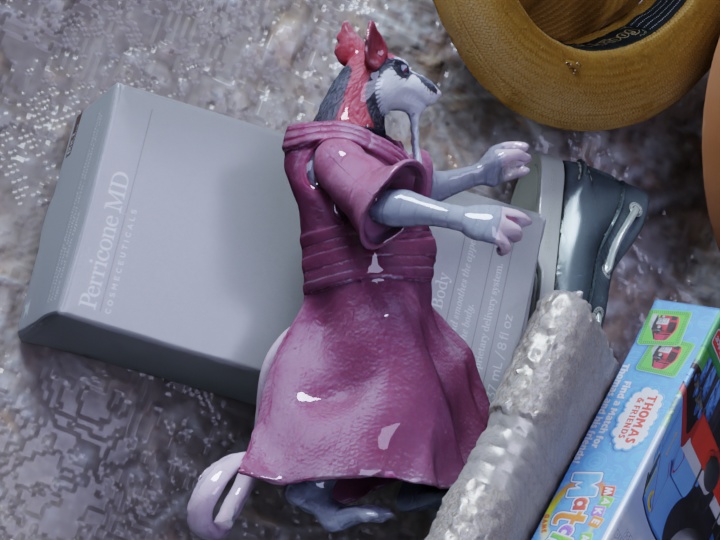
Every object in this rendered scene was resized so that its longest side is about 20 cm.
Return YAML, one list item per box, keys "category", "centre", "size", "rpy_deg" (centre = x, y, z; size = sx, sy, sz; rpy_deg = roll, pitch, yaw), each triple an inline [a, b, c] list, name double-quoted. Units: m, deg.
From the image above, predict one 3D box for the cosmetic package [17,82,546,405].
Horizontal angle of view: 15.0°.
- category: "cosmetic package"
  centre: [-0.034, 0.002, 1.159]
  size: [0.200, 0.090, 0.107]
  rpy_deg: [16, 77, -19]

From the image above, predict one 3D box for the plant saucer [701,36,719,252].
- category: "plant saucer"
  centre: [0.223, -0.061, 1.257]
  size: [0.200, 0.032, 0.200]
  rpy_deg: [-3, 95, -42]

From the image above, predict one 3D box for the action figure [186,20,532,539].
- category: "action figure"
  centre: [0.000, 0.000, 1.090]
  size: [0.149, 0.134, 0.200]
  rpy_deg: [-9, 87, 8]

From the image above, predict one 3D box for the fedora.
- category: "fedora"
  centre: [0.087, -0.158, 1.216]
  size: [0.201, 0.082, 0.201]
  rpy_deg: [-3, 95, -39]

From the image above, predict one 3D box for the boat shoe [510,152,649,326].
- category: "boat shoe"
  centre: [0.093, 0.046, 1.203]
  size: [0.062, 0.073, 0.200]
  rpy_deg: [11, 70, -13]

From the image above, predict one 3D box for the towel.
- category: "towel"
  centre: [0.075, 0.103, 1.096]
  size: [0.034, 0.200, 0.133]
  rpy_deg: [16, 68, 24]

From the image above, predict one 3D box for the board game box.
- category: "board game box"
  centre: [0.111, 0.136, 1.074]
  size: [0.200, 0.037, 0.151]
  rpy_deg: [-58, 140, -31]
